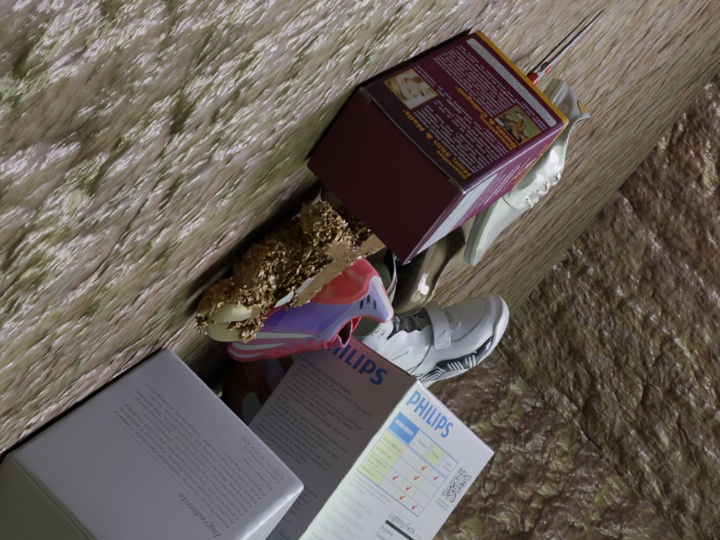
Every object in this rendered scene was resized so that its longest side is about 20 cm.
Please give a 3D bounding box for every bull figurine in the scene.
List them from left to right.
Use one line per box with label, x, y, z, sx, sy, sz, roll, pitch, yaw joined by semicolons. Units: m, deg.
bull figurine;-0.098;0.131;1.606;0.064;0.122;0.201;-18;155;-16

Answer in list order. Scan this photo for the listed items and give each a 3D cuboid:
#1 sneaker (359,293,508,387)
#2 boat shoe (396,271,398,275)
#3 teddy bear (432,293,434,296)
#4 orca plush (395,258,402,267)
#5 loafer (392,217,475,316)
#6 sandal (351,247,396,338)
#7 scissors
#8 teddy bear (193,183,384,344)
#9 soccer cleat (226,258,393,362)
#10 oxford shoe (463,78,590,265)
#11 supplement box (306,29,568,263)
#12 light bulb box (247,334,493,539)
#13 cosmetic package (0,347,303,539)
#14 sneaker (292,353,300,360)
sneaker;0.051;0.059;1.659;0.198;0.075;0.115;-28;129;0
boat shoe;0.000;0.000;1.578;0.200;0.066;0.070;-42;171;-22
teddy bear;0.044;0.027;1.914;0.200;0.067;0.145;-50;-179;-5
orca plush;0.086;-0.066;1.550;0.200;0.071;0.106;-38;139;-41
loafer;0.078;-0.022;1.647;0.076;0.067;0.201;-29;-155;42
sandal;0.001;-0.005;1.463;0.202;0.079;0.058;105;-10;-48
scissors;0.186;-0.203;1.707;0.200;0.014;0.073;-45;170;6
teddy bear;-0.054;-0.014;1.305;0.199;0.067;0.145;-39;167;-1
soccer cleat;-0.050;0.048;1.444;0.200;0.077;0.067;-35;-179;43
oxford shoe;0.162;-0.090;1.600;0.201;0.057;0.075;-60;179;3
supplement box;0.064;-0.100;1.272;0.086;0.110;0.200;-51;170;35
light bulb box;-0.009;0.186;1.512;0.201;0.124;0.198;-53;144;-6
cosmetic package;-0.186;0.202;1.287;0.200;0.166;0.168;-36;167;-52
sneaker;-0.027;0.066;1.751;0.116;0.075;0.200;-55;173;11
